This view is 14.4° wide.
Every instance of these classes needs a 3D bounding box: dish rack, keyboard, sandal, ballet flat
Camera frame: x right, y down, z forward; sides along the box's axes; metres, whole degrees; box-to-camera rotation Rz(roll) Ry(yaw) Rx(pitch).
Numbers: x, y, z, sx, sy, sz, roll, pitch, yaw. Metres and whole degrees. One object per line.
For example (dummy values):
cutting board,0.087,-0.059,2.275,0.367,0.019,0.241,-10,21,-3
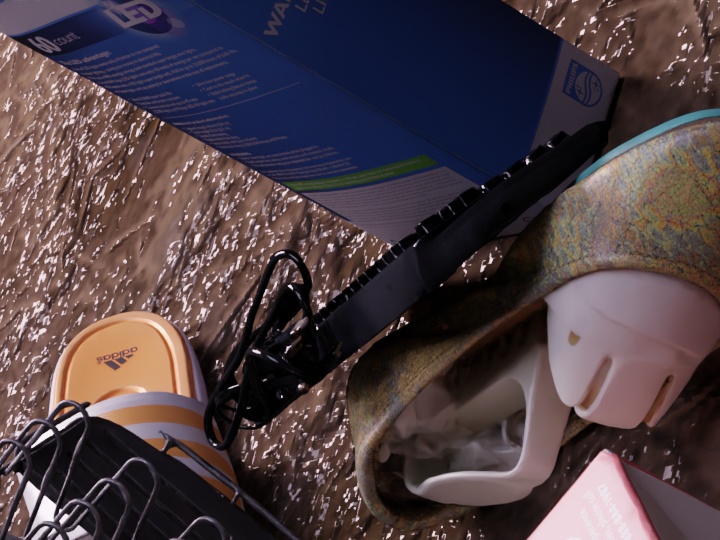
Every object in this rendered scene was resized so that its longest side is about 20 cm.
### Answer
dish rack,-0.069,0.102,0.812,0.055,0.153,0.200,-55,-12,31
keyboard,0.000,0.000,0.872,0.104,0.040,0.200,-40,-2,-23
sandal,-0.088,0.064,1.008,0.079,0.059,0.207,-19,35,0
ballet flat,0.060,0.025,0.825,0.200,0.070,0.071,-37,37,48

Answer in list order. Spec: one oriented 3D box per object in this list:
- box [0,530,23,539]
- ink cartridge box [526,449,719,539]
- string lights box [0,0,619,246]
box,-0.176,0.183,0.829,0.171,0.199,0.200,-50,28,34
ink cartridge box,0.041,0.162,0.730,0.200,0.067,0.117,-51,29,17
string lights box,-0.027,-0.076,0.912,0.103,0.199,0.059,-8,58,56
